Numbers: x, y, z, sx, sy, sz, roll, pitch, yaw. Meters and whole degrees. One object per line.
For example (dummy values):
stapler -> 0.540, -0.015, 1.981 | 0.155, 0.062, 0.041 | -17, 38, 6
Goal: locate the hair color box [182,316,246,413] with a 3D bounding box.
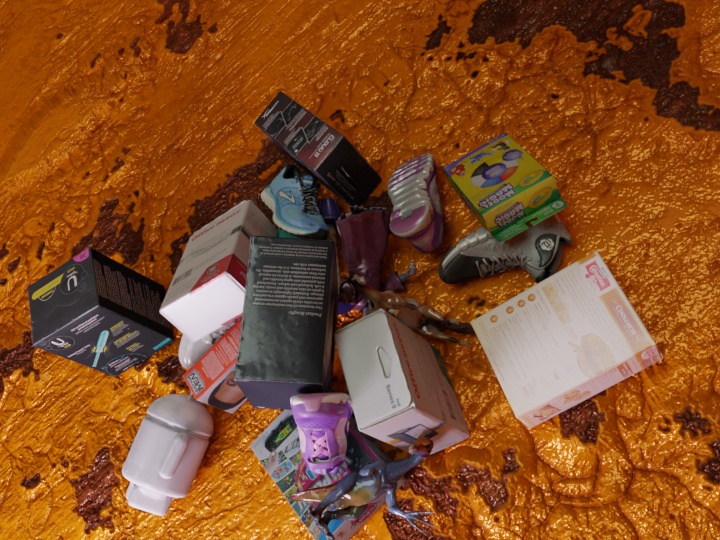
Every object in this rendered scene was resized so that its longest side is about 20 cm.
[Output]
hair color box -> -0.180, 0.134, 1.273 | 0.200, 0.101, 0.061 | -45, 55, 6

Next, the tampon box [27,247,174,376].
tampon box -> -0.458, 0.078, 1.391 | 0.149, 0.200, 0.127 | -29, 57, 14

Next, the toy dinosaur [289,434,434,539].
toy dinosaur -> 0.009, 0.274, 1.046 | 0.181, 0.105, 0.200 | -41, 40, -18

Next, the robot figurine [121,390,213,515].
robot figurine -> -0.309, 0.287, 1.267 | 0.169, 0.113, 0.201 | -6, 60, 65

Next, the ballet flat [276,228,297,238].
ballet flat -> -0.112, -0.020, 1.317 | 0.071, 0.072, 0.200 | -22, 34, 19

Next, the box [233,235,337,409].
box -> -0.096, 0.082, 1.098 | 0.122, 0.200, 0.199 | 4, 71, 2

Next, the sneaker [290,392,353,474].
sneaker -> -0.049, 0.219, 1.034 | 0.080, 0.200, 0.089 | 1, 64, 2

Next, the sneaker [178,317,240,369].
sneaker -> -0.221, 0.095, 1.331 | 0.115, 0.074, 0.201 | 24, 80, 38

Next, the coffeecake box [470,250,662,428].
coffeecake box -> 0.274, 0.094, 1.057 | 0.199, 0.073, 0.154 | -31, 57, 14

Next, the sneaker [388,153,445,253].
sneaker -> 0.096, -0.102, 1.237 | 0.080, 0.088, 0.201 | -26, 36, 27

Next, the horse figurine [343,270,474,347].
horse figurine -> 0.081, 0.063, 1.127 | 0.132, 0.199, 0.050 | 16, 85, 61

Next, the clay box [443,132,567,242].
clay box -> 0.209, -0.124, 1.152 | 0.115, 0.048, 0.200 | -30, 32, 2

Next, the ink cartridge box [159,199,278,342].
ink cartridge box -> -0.223, -0.003, 1.267 | 0.146, 0.083, 0.200 | -28, 30, 25

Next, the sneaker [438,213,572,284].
sneaker -> 0.216, -0.013, 1.139 | 0.200, 0.075, 0.116 | -34, 59, 11

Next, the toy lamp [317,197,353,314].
toy lamp -> -0.046, -0.027, 1.300 | 0.058, 0.058, 0.201 | -19, 63, 21

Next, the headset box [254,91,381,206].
headset box -> -0.065, -0.199, 1.330 | 0.077, 0.149, 0.200 | -49, 55, 1

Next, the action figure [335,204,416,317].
action figure -> 0.000, 0.000, 1.233 | 0.149, 0.133, 0.201 | -2, 92, 63

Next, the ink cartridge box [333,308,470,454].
ink cartridge box -> 0.058, 0.158, 1.070 | 0.087, 0.200, 0.146 | -27, 59, 15

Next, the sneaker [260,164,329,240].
sneaker -> -0.102, -0.116, 1.292 | 0.090, 0.078, 0.200 | -58, 41, 16

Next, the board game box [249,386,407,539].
board game box -> -0.050, 0.284, 1.159 | 0.148, 0.064, 0.200 | -47, 56, 3
